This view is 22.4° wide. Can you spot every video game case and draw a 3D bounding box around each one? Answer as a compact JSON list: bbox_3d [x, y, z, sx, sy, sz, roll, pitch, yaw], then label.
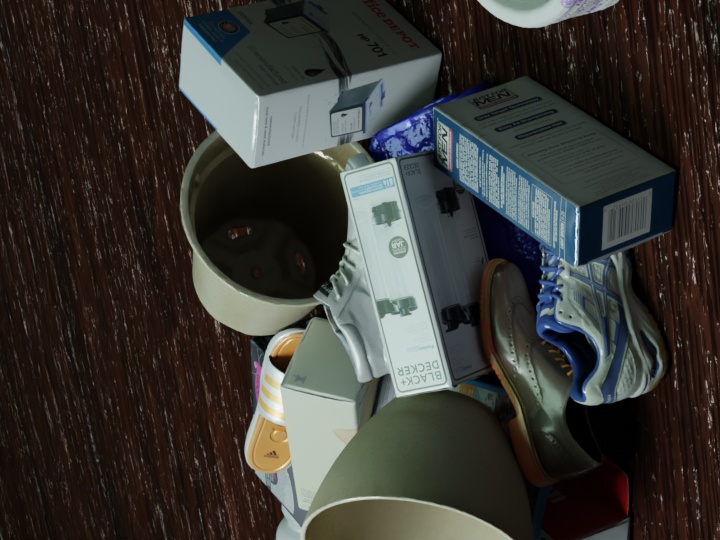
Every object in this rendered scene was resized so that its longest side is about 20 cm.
[{"bbox_3d":[0.089,0.169,1.663,0.200,0.018,0.143,14,93,39],"label":"video game case"}]

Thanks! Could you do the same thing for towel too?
[{"bbox_3d":[0.091,-0.053,1.628,0.148,0.050,0.200,-27,85,41],"label":"towel"}]

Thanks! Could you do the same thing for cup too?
[{"bbox_3d":[0.060,0.187,1.568,0.200,0.200,0.143,114,171,-54],"label":"cup"}]

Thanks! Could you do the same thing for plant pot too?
[{"bbox_3d":[-0.087,-0.028,1.780,0.201,0.200,0.184,64,160,14],"label":"plant pot"}]

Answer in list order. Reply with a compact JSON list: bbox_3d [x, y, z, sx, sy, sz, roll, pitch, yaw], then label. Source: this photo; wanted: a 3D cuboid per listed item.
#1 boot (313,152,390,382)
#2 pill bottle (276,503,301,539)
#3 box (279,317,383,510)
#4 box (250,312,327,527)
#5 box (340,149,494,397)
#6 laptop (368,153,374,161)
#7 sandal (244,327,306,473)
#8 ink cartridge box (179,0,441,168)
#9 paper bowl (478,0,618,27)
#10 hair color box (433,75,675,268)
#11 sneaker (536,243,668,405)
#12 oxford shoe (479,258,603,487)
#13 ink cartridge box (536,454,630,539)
[{"bbox_3d":[0.000,0.000,1.645,0.074,0.095,0.200,97,152,-84],"label":"boot"},{"bbox_3d":[-0.041,0.343,2.131,0.109,0.109,0.200,28,132,54],"label":"pill bottle"},{"bbox_3d":[-0.020,0.148,1.766,0.078,0.095,0.200,13,142,16],"label":"box"},{"bbox_3d":[-0.045,0.169,2.018,0.132,0.115,0.200,43,142,43],"label":"box"},{"bbox_3d":[0.059,0.000,1.564,0.060,0.117,0.200,-14,92,34],"label":"box"},{"bbox_3d":[0.014,-0.001,1.779,0.200,0.116,0.187,59,157,-18],"label":"laptop"},{"bbox_3d":[-0.068,0.148,1.862,0.059,0.079,0.207,-103,23,-49],"label":"sandal"},{"bbox_3d":[-0.048,-0.186,1.690,0.146,0.200,0.086,47,144,38],"label":"ink cartridge box"},{"bbox_3d":[0.146,-0.289,1.356,0.201,0.104,0.201,41,141,46],"label":"paper bowl"},{"bbox_3d":[0.154,-0.084,1.481,0.200,0.100,0.061,41,142,46],"label":"hair color box"},{"bbox_3d":[0.180,0.016,1.512,0.200,0.088,0.075,66,154,12],"label":"sneaker"},{"bbox_3d":[0.158,0.082,1.557,0.073,0.071,0.200,-17,91,34],"label":"oxford shoe"},{"bbox_3d":[0.158,0.227,1.699,0.200,0.084,0.176,37,137,49],"label":"ink cartridge box"}]
